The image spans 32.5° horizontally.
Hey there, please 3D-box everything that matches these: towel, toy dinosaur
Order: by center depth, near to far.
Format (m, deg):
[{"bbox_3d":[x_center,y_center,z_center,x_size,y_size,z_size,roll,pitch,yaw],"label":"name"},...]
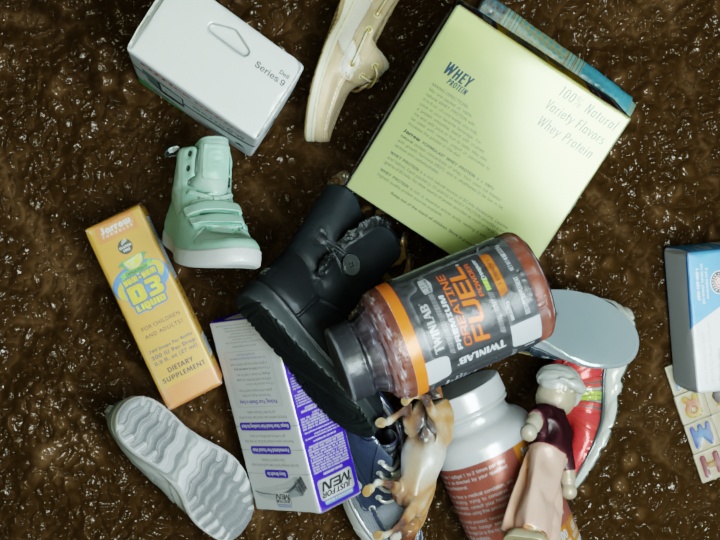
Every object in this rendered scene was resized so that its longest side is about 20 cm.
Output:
[{"bbox_3d":[0.000,0.000,1.287,0.104,0.060,0.204,-2,84,12],"label":"toy dinosaur"},{"bbox_3d":[0.174,-0.173,1.299,0.199,0.022,0.148,34,91,-4],"label":"towel"}]

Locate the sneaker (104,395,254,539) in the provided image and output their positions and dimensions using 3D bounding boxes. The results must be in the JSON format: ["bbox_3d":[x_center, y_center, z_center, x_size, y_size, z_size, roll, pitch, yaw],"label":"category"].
[{"bbox_3d":[-0.185,0.197,1.276,0.075,0.082,0.201,-46,114,-21],"label":"sneaker"}]

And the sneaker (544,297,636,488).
[{"bbox_3d":[0.229,0.127,1.303,0.084,0.077,0.203,14,82,6],"label":"sneaker"}]

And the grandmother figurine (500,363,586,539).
[{"bbox_3d":[0.181,0.178,1.209,0.060,0.122,0.202,1,54,22],"label":"grandmother figurine"}]

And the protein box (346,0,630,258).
[{"bbox_3d":[0.123,-0.127,1.218,0.197,0.135,0.202,32,105,-4],"label":"protein box"}]

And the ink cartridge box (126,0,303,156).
[{"bbox_3d":[-0.140,-0.189,1.182,0.145,0.200,0.085,34,87,-6],"label":"ink cartridge box"}]

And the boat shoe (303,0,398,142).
[{"bbox_3d":[-0.002,-0.221,1.256,0.068,0.074,0.203,19,91,1],"label":"boat shoe"}]

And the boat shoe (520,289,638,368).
[{"bbox_3d":[0.183,0.055,1.271,0.197,0.091,0.072,16,79,3],"label":"boat shoe"}]

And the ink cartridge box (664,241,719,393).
[{"bbox_3d":[0.428,0.041,1.292,0.196,0.086,0.149,-6,94,-2],"label":"ink cartridge box"}]

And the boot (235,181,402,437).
[{"bbox_3d":[-0.007,0.036,1.198,0.201,0.076,0.168,50,62,-16],"label":"boot"}]

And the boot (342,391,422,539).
[{"bbox_3d":[0.021,0.210,1.267,0.072,0.090,0.202,-34,96,-35],"label":"boot"}]

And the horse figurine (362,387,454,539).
[{"bbox_3d":[0.051,0.177,1.198,0.049,0.132,0.204,10,91,29],"label":"horse figurine"}]

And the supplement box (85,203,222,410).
[{"bbox_3d":[-0.210,0.035,1.262,0.066,0.069,0.202,-25,93,-4],"label":"supplement box"}]

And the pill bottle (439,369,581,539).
[{"bbox_3d":[0.142,0.211,1.274,0.111,0.112,0.203,-24,96,-2],"label":"pill bottle"}]

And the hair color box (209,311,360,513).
[{"bbox_3d":[-0.077,0.138,1.251,0.064,0.108,0.204,-16,95,-41],"label":"hair color box"}]

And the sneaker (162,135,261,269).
[{"bbox_3d":[-0.145,-0.068,1.191,0.073,0.200,0.120,3,100,-26],"label":"sneaker"}]

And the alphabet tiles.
[{"bbox_3d":[0.425,0.139,1.342,0.164,0.006,0.203,-20,95,-3],"label":"alphabet tiles"}]

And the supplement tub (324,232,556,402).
[{"bbox_3d":[0.070,0.048,1.117,0.197,0.107,0.108,-23,95,-9],"label":"supplement tub"}]
